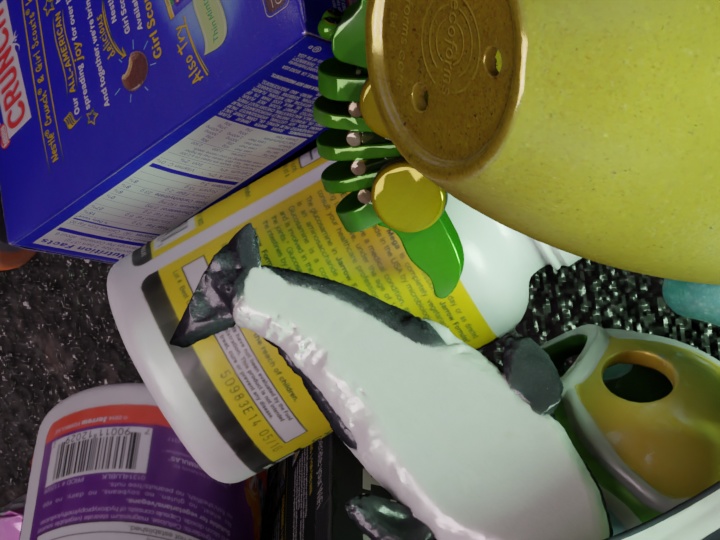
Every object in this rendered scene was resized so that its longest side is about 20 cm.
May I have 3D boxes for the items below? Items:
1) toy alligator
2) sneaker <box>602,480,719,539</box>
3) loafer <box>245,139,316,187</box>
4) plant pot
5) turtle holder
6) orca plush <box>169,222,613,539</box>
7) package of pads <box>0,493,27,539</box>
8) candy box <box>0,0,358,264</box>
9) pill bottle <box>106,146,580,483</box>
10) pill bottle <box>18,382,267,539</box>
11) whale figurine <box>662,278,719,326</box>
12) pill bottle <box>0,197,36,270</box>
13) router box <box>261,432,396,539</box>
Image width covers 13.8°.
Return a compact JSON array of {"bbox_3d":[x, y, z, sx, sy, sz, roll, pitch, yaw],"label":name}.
[{"bbox_3d":[0.005,-0.082,1.191,0.054,0.059,0.200,-4,112,9],"label":"toy alligator"},{"bbox_3d":[0.156,0.154,1.140,0.146,0.202,0.077,59,165,21],"label":"sneaker"},{"bbox_3d":[-0.044,-0.050,1.377,0.071,0.073,0.200,44,121,25],"label":"loafer"},{"bbox_3d":[0.087,-0.087,1.106,0.200,0.142,0.200,15,108,56],"label":"plant pot"},{"bbox_3d":[0.120,0.093,1.267,0.132,0.141,0.185,50,159,-11],"label":"turtle holder"},{"bbox_3d":[0.014,0.068,1.228,0.200,0.105,0.071,23,160,5],"label":"orca plush"},{"bbox_3d":[-0.109,0.186,1.480,0.076,0.120,0.200,-22,98,42],"label":"package of pads"},{"bbox_3d":[-0.080,-0.120,1.310,0.200,0.077,0.169,-31,58,36],"label":"candy box"},{"bbox_3d":[0.000,0.000,1.295,0.200,0.112,0.113,-29,94,5],"label":"pill bottle"},{"bbox_3d":[-0.105,0.161,1.343,0.111,0.200,0.111,4,146,3],"label":"pill bottle"},{"bbox_3d":[0.173,-0.042,1.214,0.159,0.104,0.200,29,126,18],"label":"whale figurine"},{"bbox_3d":[-0.252,-0.028,1.487,0.200,0.106,0.106,-6,107,33],"label":"pill bottle"},{"bbox_3d":[-0.014,0.137,1.354,0.051,0.200,0.149,15,124,-11],"label":"router box"}]
